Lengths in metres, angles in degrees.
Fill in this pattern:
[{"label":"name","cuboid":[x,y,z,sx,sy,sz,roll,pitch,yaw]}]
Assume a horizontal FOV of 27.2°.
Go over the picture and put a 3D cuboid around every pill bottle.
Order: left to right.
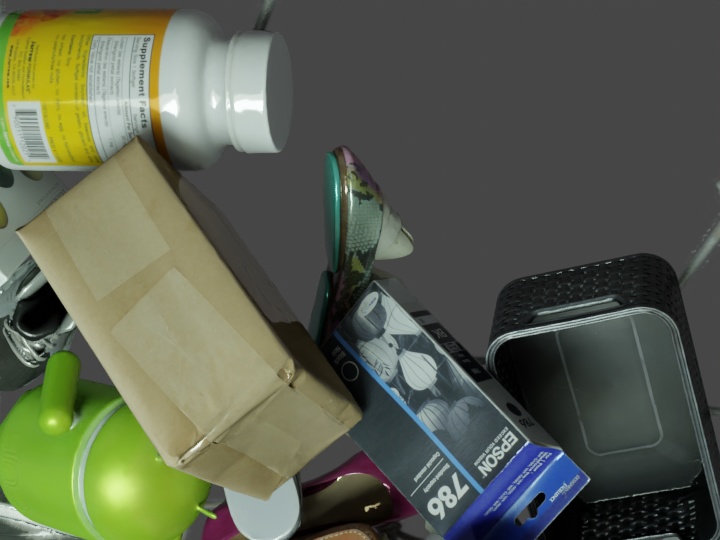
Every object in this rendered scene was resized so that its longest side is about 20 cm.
[{"label":"pill bottle","cuboid":[-0.152,-0.124,1.024,0.199,0.111,0.112,1,114,10]}]

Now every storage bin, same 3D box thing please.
[{"label":"storage bin","cuboid":[0.179,0.103,1.074,0.135,0.094,0.201,-12,112,16]}]

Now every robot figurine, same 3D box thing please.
[{"label":"robot figurine","cuboid":[-0.195,0.146,1.126,0.199,0.116,0.176,6,142,42]}]

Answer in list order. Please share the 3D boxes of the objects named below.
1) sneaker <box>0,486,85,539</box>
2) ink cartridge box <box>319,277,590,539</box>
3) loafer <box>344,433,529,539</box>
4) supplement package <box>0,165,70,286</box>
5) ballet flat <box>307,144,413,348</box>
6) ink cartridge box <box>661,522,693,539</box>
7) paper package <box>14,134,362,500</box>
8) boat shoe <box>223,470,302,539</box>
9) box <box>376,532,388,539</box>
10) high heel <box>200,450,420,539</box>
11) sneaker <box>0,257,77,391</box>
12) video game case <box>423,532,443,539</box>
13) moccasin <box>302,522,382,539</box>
[{"label":"sneaker","cuboid":[-0.306,0.216,1.230,0.199,0.071,0.100,19,111,-3]},{"label":"ink cartridge box","cuboid":[0.054,0.107,1.026,0.200,0.039,0.100,44,112,19]},{"label":"loafer","cuboid":[0.061,0.164,1.090,0.063,0.072,0.200,-39,61,-2]},{"label":"supplement package","cuboid":[-0.342,-0.056,1.069,0.150,0.152,0.200,-36,103,22]},{"label":"ballet flat","cuboid":[0.000,0.000,1.083,0.071,0.069,0.201,2,120,-10]},{"label":"ink cartridge box","cuboid":[0.261,0.293,1.149,0.144,0.085,0.200,40,116,-8]},{"label":"paper package","cuboid":[-0.107,0.038,0.984,0.103,0.191,0.200,-38,69,1]},{"label":"boat shoe","cuboid":[-0.083,0.108,1.125,0.071,0.070,0.201,-18,78,3]},{"label":"box","cuboid":[-0.040,0.327,1.200,0.175,0.097,0.201,-10,120,15]},{"label":"high heel","cuboid":[-0.024,0.193,1.151,0.199,0.096,0.068,-13,111,17]},{"label":"sneaker","cuboid":[-0.246,0.034,1.111,0.075,0.116,0.200,37,115,-7]},{"label":"video game case","cuboid":[0.045,0.287,1.128,0.018,0.200,0.144,5,117,33]},{"label":"moccasin","cuboid":[-0.072,0.242,1.076,0.201,0.078,0.074,-24,76,12]}]
